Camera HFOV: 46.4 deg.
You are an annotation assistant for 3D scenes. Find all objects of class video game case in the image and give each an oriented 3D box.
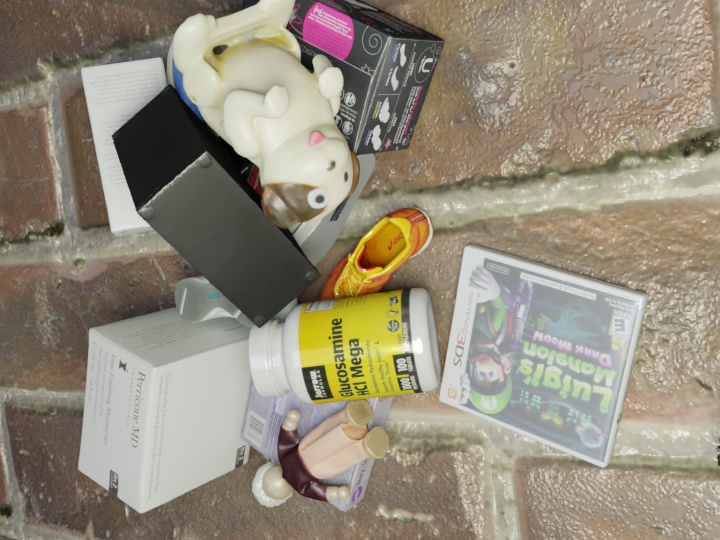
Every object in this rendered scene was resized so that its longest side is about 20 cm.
[{"bbox_3d":[0.183,0.085,0.878,0.198,0.023,0.184,18,109,32],"label":"video game case"}]

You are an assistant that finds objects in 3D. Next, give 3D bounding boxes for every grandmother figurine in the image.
[{"bbox_3d":[-0.059,0.223,0.998,0.200,0.060,0.122,-40,67,32],"label":"grandmother figurine"}]

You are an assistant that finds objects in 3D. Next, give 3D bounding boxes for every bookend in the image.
[{"bbox_3d":[-0.162,-0.074,0.925,0.092,0.199,0.200,-39,38,3],"label":"bookend"}]

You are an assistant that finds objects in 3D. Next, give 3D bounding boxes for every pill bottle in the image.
[{"bbox_3d":[-0.017,0.086,0.924,0.197,0.112,0.114,-8,94,10],"label":"pill bottle"}]

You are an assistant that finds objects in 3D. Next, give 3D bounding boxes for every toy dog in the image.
[{"bbox_3d":[-0.087,-0.139,0.826,0.201,0.139,0.194,54,141,12],"label":"toy dog"}]

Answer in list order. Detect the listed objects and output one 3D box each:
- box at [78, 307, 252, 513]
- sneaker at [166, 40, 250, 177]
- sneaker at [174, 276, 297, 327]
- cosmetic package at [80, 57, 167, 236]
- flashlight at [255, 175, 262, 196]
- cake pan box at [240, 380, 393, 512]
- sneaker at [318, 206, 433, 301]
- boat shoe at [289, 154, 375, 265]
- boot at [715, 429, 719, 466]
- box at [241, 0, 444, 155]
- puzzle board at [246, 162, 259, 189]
[{"bbox_3d":[-0.241,0.167,1.089,0.130,0.199,0.201,20,110,31],"label":"box"},{"bbox_3d":[-0.179,-0.200,1.038,0.111,0.076,0.203,-2,93,50],"label":"sneaker"},{"bbox_3d":[-0.144,0.027,1.044,0.199,0.080,0.071,2,101,41],"label":"sneaker"},{"bbox_3d":[-0.276,-0.152,1.046,0.071,0.100,0.203,171,89,-77],"label":"cosmetic package"},{"bbox_3d":[-0.113,-0.103,1.007,0.068,0.067,0.202,-125,45,-54],"label":"flashlight"},{"bbox_3d":[-0.056,0.173,1.050,0.183,0.052,0.202,27,113,31],"label":"cake pan box"},{"bbox_3d":[0.000,0.000,0.962,0.073,0.077,0.200,48,123,17],"label":"sneaker"},{"bbox_3d":[-0.058,-0.076,0.992,0.066,0.072,0.201,46,123,25],"label":"boat shoe"},{"bbox_3d":[0.398,0.118,0.704,0.161,0.073,0.201,16,108,36],"label":"boot"},{"bbox_3d":[-0.030,-0.227,0.919,0.199,0.114,0.133,33,118,27],"label":"box"},{"bbox_3d":[-0.142,-0.052,1.091,0.150,0.017,0.201,39,119,24],"label":"puzzle board"}]
